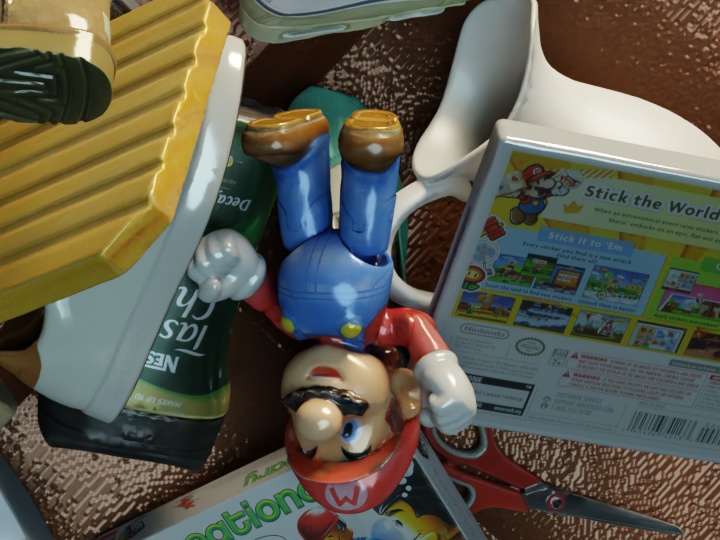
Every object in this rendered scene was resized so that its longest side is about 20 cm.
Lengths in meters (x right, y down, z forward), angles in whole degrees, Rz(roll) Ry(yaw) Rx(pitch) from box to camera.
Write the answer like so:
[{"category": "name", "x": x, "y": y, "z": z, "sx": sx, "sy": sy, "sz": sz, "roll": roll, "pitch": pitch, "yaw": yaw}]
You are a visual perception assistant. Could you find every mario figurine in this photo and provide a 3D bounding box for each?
[{"category": "mario figurine", "x": -0.014, "y": 0.027, "z": 0.927, "sx": 0.105, "sy": 0.123, "sz": 0.202, "roll": -13, "pitch": 106, "yaw": -30}]

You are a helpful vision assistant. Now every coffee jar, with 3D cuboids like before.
[{"category": "coffee jar", "x": -0.106, "y": 0.003, "z": 0.995, "sx": 0.103, "sy": 0.085, "sz": 0.202, "roll": 11, "pitch": 102, "yaw": -16}]

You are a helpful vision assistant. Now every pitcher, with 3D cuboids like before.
[{"category": "pitcher", "x": 0.110, "y": -0.024, "z": 1.019, "sx": 0.199, "sy": 0.121, "sz": 0.172, "roll": 34, "pitch": 90, "yaw": -27}]

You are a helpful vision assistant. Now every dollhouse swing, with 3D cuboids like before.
[{"category": "dollhouse swing", "x": -0.189, "y": -0.078, "z": 0.853, "sx": 0.181, "sy": 0.201, "sz": 0.175, "roll": 33, "pitch": 137, "yaw": -23}]

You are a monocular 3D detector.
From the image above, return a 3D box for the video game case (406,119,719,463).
[{"category": "video game case", "x": 0.138, "y": 0.017, "z": 0.976, "sx": 0.198, "sy": 0.023, "sz": 0.183, "roll": 10, "pitch": 127, "yaw": -12}]

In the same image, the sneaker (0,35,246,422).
[{"category": "sneaker", "x": -0.119, "y": -0.028, "z": 0.904, "sx": 0.084, "sy": 0.073, "sz": 0.201, "roll": 22, "pitch": 101, "yaw": -13}]

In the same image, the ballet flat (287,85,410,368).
[{"category": "ballet flat", "x": 0.000, "y": 0.000, "z": 1.030, "sx": 0.067, "sy": 0.070, "sz": 0.202, "roll": -11, "pitch": 107, "yaw": -9}]

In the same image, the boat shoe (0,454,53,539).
[{"category": "boat shoe", "x": -0.223, "y": 0.122, "z": 1.003, "sx": 0.068, "sy": 0.074, "sz": 0.200, "roll": -32, "pitch": 108, "yaw": -1}]

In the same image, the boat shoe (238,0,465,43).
[{"category": "boat shoe", "x": 0.023, "y": -0.167, "z": 0.997, "sx": 0.198, "sy": 0.062, "sz": 0.073, "roll": -13, "pitch": 73, "yaw": -26}]

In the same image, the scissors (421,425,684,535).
[{"category": "scissors", "x": 0.102, "y": 0.139, "z": 1.128, "sx": 0.199, "sy": 0.014, "sz": 0.074, "roll": 31, "pitch": 93, "yaw": -21}]

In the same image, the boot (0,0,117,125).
[{"category": "boot", "x": -0.185, "y": -0.159, "z": 0.847, "sx": 0.173, "sy": 0.202, "sz": 0.066, "roll": 8, "pitch": 143, "yaw": -14}]

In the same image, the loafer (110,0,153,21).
[{"category": "loafer", "x": -0.177, "y": -0.177, "z": 0.939, "sx": 0.199, "sy": 0.072, "sz": 0.063, "roll": 31, "pitch": 55, "yaw": -21}]

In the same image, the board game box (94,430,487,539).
[{"category": "board game box", "x": -0.036, "y": 0.165, "z": 1.052, "sx": 0.199, "sy": 0.035, "sz": 0.127, "roll": -27, "pitch": 111, "yaw": 15}]

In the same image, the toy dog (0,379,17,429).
[{"category": "toy dog", "x": -0.267, "y": 0.037, "z": 0.917, "sx": 0.199, "sy": 0.096, "sz": 0.133, "roll": 26, "pitch": 86, "yaw": 5}]
